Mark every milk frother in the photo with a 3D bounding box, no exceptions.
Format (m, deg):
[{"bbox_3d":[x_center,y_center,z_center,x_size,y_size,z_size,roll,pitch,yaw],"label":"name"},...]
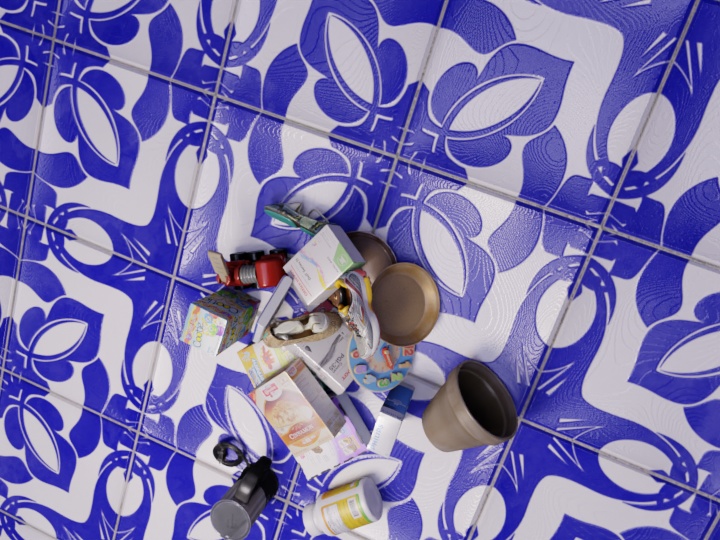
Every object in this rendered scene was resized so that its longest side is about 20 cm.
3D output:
[{"bbox_3d":[-0.347,0.585,1.534,0.198,0.188,0.182,8,102,12],"label":"milk frother"}]

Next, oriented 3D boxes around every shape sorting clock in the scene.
[{"bbox_3d":[0.054,0.195,1.376,0.039,0.199,0.202,2,105,54],"label":"shape sorting clock"}]

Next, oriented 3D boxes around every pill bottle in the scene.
[{"bbox_3d":[-0.050,0.636,1.508,0.199,0.111,0.112,-26,93,17],"label":"pill bottle"}]

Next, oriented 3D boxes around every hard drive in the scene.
[{"bbox_3d":[-0.219,0.099,1.382,0.025,0.200,0.133,30,68,-3],"label":"hard drive"}]

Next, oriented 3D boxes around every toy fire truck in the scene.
[{"bbox_3d":[-0.281,-0.005,1.398,0.174,0.200,0.130,-4,100,15],"label":"toy fire truck"}]

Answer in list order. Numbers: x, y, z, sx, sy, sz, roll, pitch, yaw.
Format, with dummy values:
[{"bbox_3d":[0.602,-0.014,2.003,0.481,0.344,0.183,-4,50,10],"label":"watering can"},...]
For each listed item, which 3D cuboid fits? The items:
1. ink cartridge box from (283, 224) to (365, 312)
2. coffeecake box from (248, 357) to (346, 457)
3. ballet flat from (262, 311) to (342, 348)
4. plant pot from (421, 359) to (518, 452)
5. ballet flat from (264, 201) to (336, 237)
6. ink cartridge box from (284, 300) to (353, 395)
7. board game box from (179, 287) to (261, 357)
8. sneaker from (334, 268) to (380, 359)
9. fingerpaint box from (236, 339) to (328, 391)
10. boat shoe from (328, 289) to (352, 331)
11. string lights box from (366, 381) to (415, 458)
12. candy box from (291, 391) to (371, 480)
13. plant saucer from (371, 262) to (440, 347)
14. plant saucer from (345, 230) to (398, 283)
[{"bbox_3d":[-0.100,0.000,1.333,0.200,0.067,0.118,-43,74,21],"label":"ink cartridge box"},{"bbox_3d":[-0.157,0.340,1.402,0.153,0.073,0.201,-35,92,33],"label":"coffeecake box"},{"bbox_3d":[-0.132,0.135,1.332,0.198,0.065,0.071,-17,67,-20],"label":"ballet flat"},{"bbox_3d":[0.243,0.343,1.352,0.200,0.200,0.173,48,123,1],"label":"plant pot"},{"bbox_3d":[-0.145,-0.132,1.416,0.199,0.074,0.075,28,106,10],"label":"ballet flat"},{"bbox_3d":[-0.074,0.185,1.409,0.200,0.083,0.147,41,65,4],"label":"ink cartridge box"},{"bbox_3d":[-0.351,0.124,1.440,0.102,0.200,0.106,24,106,9],"label":"board game box"},{"bbox_3d":[-0.014,0.102,1.278,0.078,0.082,0.202,-10,94,53],"label":"sneaker"},{"bbox_3d":[-0.204,0.264,1.496,0.166,0.073,0.201,-27,92,16],"label":"fingerpaint box"},{"bbox_3d":[-0.045,0.056,1.388,0.067,0.072,0.202,-19,89,23],"label":"boat shoe"},{"bbox_3d":[0.076,0.354,1.376,0.058,0.200,0.104,20,105,9],"label":"string lights box"},{"bbox_3d":[-0.093,0.433,1.501,0.199,0.072,0.169,-30,92,17],"label":"candy box"},{"bbox_3d":[0.098,0.082,1.362,0.198,0.035,0.203,0,90,-25],"label":"plant saucer"},{"bbox_3d":[0.000,0.000,1.415,0.198,0.034,0.203,2,100,14],"label":"plant saucer"}]
